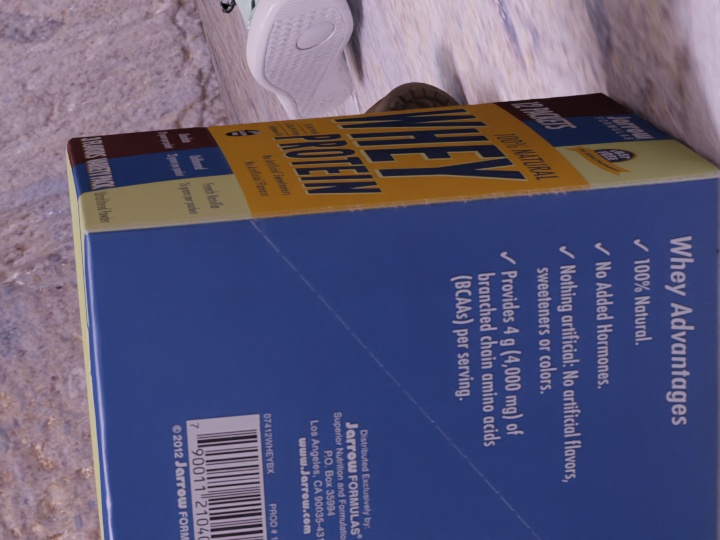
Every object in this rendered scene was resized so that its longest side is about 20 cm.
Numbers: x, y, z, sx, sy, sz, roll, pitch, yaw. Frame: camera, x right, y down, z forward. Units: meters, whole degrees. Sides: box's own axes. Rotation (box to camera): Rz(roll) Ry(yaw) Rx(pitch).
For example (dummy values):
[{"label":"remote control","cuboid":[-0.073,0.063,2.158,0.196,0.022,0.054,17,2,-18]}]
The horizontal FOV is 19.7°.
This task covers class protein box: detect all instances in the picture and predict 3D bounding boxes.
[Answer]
[{"label":"protein box","cuboid":[0.009,0.054,0.715,0.135,0.199,0.199,-124,30,-71]}]

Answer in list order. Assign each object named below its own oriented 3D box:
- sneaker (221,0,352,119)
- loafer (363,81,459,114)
[{"label":"sneaker","cuboid":[-0.059,-0.184,1.401,0.200,0.074,0.118,82,163,-76]},{"label":"loafer","cuboid":[0.000,0.000,1.081,0.076,0.200,0.067,28,170,-14]}]
